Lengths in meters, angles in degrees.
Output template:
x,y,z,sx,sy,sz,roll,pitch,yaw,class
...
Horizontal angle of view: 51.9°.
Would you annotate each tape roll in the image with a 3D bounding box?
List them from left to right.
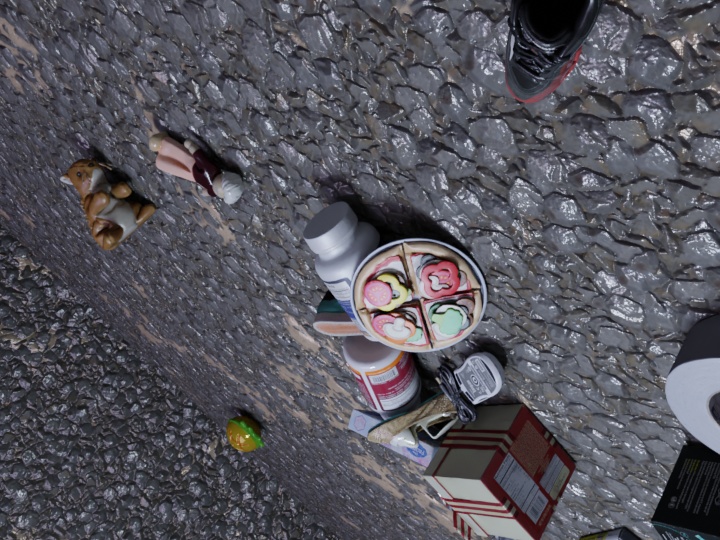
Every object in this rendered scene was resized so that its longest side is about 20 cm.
x,y,z,sx,sy,sz,roll,pitch,yaw,class
0.439,0.139,0.800,0.198,0.066,0.202,31,153,18,tape roll

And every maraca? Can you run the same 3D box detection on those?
x,y,z,sx,sy,sz,roll,pitch,yaw,class
-0.384,0.546,2.472,0.137,0.107,0.199,46,153,-12,maraca

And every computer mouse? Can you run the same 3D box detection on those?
x,y,z,sx,sy,sz,roll,pitch,yaw,class
0.190,0.181,1.208,0.111,0.043,0.200,59,154,12,computer mouse

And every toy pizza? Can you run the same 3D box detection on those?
x,y,z,sx,sy,sz,roll,pitch,yaw,class
0.081,0.044,1.047,0.195,0.032,0.204,3,125,4,toy pizza

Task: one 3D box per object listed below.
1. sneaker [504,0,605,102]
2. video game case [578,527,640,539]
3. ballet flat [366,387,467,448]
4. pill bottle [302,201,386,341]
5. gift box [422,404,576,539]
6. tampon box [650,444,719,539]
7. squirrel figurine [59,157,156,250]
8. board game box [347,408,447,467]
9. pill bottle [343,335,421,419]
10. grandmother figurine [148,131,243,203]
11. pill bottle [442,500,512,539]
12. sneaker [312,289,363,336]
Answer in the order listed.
x,y,z,sx,sy,sz,roll,pitch,yaw,class
0.154,-0.202,0.615,0.070,0.099,0.201,33,154,8,sneaker
0.527,0.565,1.387,0.199,0.026,0.181,37,153,7,video game case
0.105,0.276,1.318,0.070,0.198,0.066,43,-161,-60,ballet flat
0.000,0.000,1.114,0.110,0.111,0.201,3,136,51,pill bottle
0.237,0.361,1.280,0.201,0.185,0.186,52,150,-12,gift box
0.506,0.327,0.932,0.198,0.127,0.151,-4,131,54,tampon box
-0.574,-0.149,1.626,0.188,0.141,0.199,51,150,-9,squirrel figurine
0.108,0.331,1.453,0.197,0.042,0.199,18,178,39,board game box
0.047,0.187,1.340,0.112,0.113,0.202,19,147,35,pill bottle
-0.279,-0.170,1.284,0.198,0.061,0.122,29,161,28,grandmother figurine
0.274,0.480,1.500,0.197,0.107,0.107,24,150,28,pill bottle
0.015,0.064,1.249,0.196,0.081,0.072,1,150,22,sneaker
